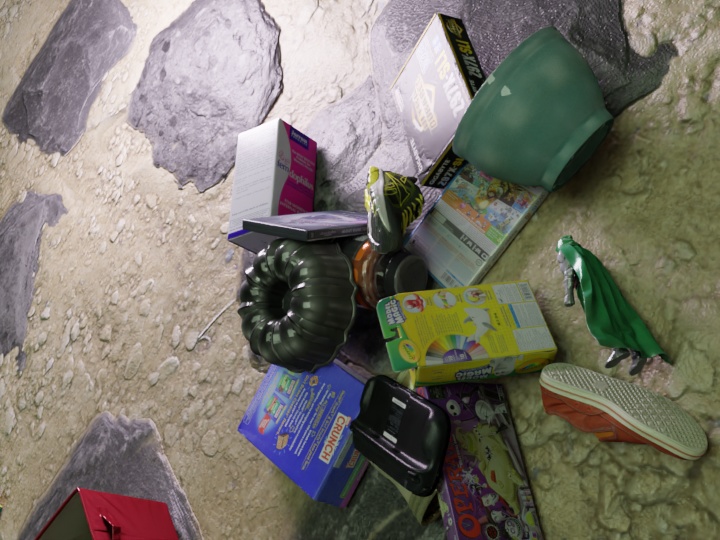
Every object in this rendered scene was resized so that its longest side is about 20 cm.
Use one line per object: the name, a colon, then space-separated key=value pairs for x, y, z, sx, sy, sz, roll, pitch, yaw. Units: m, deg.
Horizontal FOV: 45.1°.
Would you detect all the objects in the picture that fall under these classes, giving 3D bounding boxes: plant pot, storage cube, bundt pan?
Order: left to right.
storage cube: x=-0.392 y=0.469 z=1.346 sx=0.200 sy=0.180 sz=0.171 roll=-49 pitch=47 yaw=12
bundt pan: x=-0.101 y=0.043 z=1.221 sx=0.201 sy=0.076 sz=0.203 roll=-10 pitch=75 yaw=42
plant pot: x=0.232 y=-0.185 z=1.097 sx=0.134 sy=0.200 sz=0.200 roll=43 pitch=103 yaw=16

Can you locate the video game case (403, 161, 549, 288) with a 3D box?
video game case: x=0.159 y=-0.073 z=1.213 sx=0.200 sy=0.018 sz=0.143 roll=-53 pitch=46 yaw=10

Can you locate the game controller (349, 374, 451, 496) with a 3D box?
game controller: x=0.047 y=0.196 z=1.058 sx=0.200 sy=0.042 sz=0.105 roll=20 pitch=87 yaw=62

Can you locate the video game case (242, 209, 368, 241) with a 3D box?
video game case: x=-0.052 y=-0.068 z=1.278 sx=0.142 sy=0.199 sz=0.019 roll=12 pitch=104 yaw=43

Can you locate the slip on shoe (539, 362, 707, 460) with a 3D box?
slip on shoe: x=0.290 y=0.165 z=0.971 sx=0.199 sy=0.074 sz=0.061 roll=20 pitch=120 yaw=38

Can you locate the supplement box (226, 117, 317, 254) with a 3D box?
supplement box: x=-0.146 y=-0.136 z=1.449 sx=0.103 sy=0.101 sz=0.201 roll=-16 pitch=62 yaw=35

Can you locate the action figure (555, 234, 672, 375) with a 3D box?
action figure: x=0.277 y=0.031 z=1.022 sx=0.055 sy=0.118 sz=0.200 roll=-48 pitch=38 yaw=30

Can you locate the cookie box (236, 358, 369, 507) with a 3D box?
cookie box: x=-0.064 y=0.211 z=1.243 sx=0.200 sy=0.075 sz=0.172 roll=30 pitch=92 yaw=45

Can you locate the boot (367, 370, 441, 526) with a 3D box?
boot: x=0.095 y=0.205 z=1.110 sx=0.200 sy=0.072 sz=0.155 roll=-59 pitch=44 yaw=14

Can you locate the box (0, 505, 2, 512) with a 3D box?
box: x=-0.799 y=0.528 z=1.769 sx=0.117 sy=0.048 sz=0.201 roll=17 pitch=85 yaw=44

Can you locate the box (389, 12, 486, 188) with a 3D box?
box: x=0.117 y=-0.247 z=1.264 sx=0.160 sy=0.049 sz=0.201 roll=-52 pitch=42 yaw=44

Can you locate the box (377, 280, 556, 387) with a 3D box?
box: x=0.125 y=0.078 z=1.060 sx=0.048 sy=0.199 sz=0.118 roll=98 pitch=164 yaw=-46

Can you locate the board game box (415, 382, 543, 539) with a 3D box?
board game box: x=0.139 y=0.228 z=1.030 sx=0.032 sy=0.120 sz=0.201 roll=125 pitch=141 yaw=-50

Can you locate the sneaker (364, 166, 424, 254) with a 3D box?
sneaker: x=0.052 y=-0.091 z=1.215 sx=0.200 sy=0.084 sz=0.075 roll=-96 pitch=8 yaw=-55

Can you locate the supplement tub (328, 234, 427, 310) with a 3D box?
supplement tub: x=0.000 y=0.000 z=1.259 sx=0.199 sy=0.107 sz=0.107 roll=11 pitch=79 yaw=44
